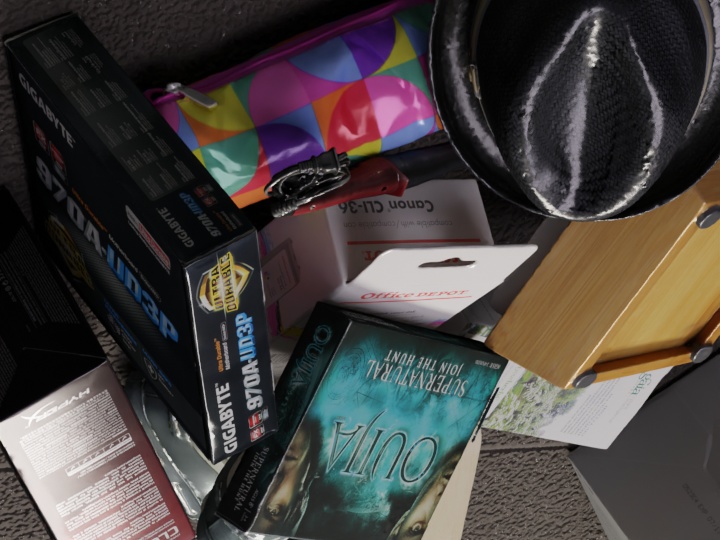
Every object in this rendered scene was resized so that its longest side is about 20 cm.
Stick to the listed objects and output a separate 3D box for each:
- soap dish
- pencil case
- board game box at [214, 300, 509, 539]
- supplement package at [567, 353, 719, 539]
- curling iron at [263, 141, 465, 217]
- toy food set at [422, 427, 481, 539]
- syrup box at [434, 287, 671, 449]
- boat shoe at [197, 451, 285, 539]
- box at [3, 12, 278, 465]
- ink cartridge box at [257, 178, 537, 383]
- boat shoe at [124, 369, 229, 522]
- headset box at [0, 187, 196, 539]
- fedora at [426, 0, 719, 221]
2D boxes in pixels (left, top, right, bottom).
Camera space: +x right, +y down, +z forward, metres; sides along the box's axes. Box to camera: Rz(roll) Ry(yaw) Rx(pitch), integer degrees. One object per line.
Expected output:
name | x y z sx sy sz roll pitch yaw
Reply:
soap dish | 0.184 -0.017 1.745 0.157 0.081 0.200 -9 144 -42
pencil case | -0.032 -0.092 1.638 0.200 0.088 0.089 -22 140 -18
board game box | 0.005 0.095 1.702 0.200 0.028 0.136 14 103 -59
supplement package | 0.274 0.204 2.080 0.147 0.191 0.200 -32 142 -3
curling iron | 0.018 -0.055 1.630 0.050 0.026 0.200 -28 170 36
toy food set | -0.001 0.172 1.963 0.143 0.060 0.200 -25 143 -31
syrup box | 0.098 0.049 1.880 0.200 0.082 0.079 12 124 -43
boat shoe | -0.041 0.116 1.802 0.062 0.073 0.200 -45 180 33
box | -0.116 -0.017 1.557 0.046 0.200 0.159 -26 141 -19
ink cartridge box | 0.000 0.000 1.703 0.116 0.068 0.200 -3 159 -36
boat shoe | -0.099 0.117 1.838 0.062 0.073 0.200 7 151 16
headset box | -0.173 0.076 1.652 0.077 0.149 0.200 -30 141 -6
fedora | 0.124 -0.100 1.569 0.200 0.092 0.201 2 121 3
